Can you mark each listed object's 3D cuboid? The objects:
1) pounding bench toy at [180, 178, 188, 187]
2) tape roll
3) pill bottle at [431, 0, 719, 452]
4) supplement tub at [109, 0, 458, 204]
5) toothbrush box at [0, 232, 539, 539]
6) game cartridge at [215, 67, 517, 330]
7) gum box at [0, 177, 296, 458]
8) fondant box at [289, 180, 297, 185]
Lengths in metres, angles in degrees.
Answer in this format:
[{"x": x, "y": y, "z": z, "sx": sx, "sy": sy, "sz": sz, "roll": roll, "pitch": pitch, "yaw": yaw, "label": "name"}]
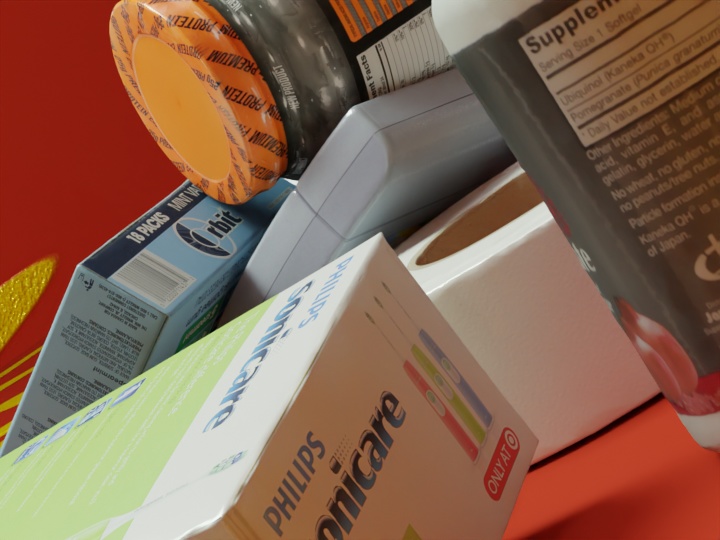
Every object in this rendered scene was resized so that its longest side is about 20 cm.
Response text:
[{"x": -0.005, "y": -0.052, "z": 1.335, "sx": 0.155, "sy": 0.125, "sz": 0.200, "roll": -32, "pitch": 6, "yaw": 6, "label": "pounding bench toy"}, {"x": 0.078, "y": -0.001, "z": 0.787, "sx": 0.202, "sy": 0.071, "sz": 0.202, "roll": -34, "pitch": 7, "yaw": 5, "label": "tape roll"}, {"x": 0.088, "y": -0.060, "z": 0.584, "sx": 0.110, "sy": 0.201, "sz": 0.111, "roll": -32, "pitch": 5, "yaw": 3, "label": "pill bottle"}, {"x": 0.000, "y": -0.120, "z": 0.903, "sx": 0.199, "sy": 0.123, "sz": 0.122, "roll": -35, "pitch": 6, "yaw": -23, "label": "supplement tub"}, {"x": -0.063, "y": 0.096, "z": 0.614, "sx": 0.199, "sy": 0.086, "sz": 0.146, "roll": -32, "pitch": 15, "yaw": 29, "label": "toothbrush box"}, {"x": 0.000, "y": 0.000, "z": 0.913, "sx": 0.133, "sy": 0.041, "sz": 0.201, "roll": -21, "pitch": -30, "yaw": -42, "label": "game cartridge"}, {"x": -0.104, "y": 0.063, "z": 0.915, "sx": 0.201, "sy": 0.044, "sz": 0.170, "roll": -64, "pitch": -6, "yaw": 24, "label": "gum box"}, {"x": -0.003, "y": -0.120, "z": 1.192, "sx": 0.143, "sy": 0.058, "sz": 0.201, "roll": -26, "pitch": 47, "yaw": 3, "label": "fondant box"}]
